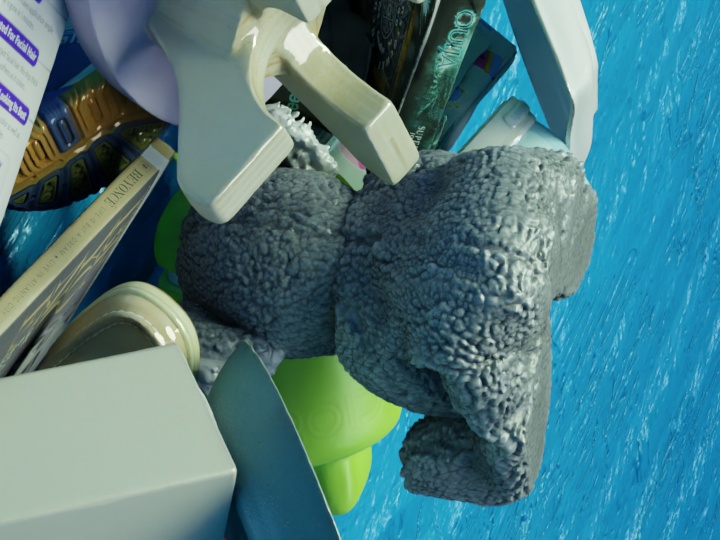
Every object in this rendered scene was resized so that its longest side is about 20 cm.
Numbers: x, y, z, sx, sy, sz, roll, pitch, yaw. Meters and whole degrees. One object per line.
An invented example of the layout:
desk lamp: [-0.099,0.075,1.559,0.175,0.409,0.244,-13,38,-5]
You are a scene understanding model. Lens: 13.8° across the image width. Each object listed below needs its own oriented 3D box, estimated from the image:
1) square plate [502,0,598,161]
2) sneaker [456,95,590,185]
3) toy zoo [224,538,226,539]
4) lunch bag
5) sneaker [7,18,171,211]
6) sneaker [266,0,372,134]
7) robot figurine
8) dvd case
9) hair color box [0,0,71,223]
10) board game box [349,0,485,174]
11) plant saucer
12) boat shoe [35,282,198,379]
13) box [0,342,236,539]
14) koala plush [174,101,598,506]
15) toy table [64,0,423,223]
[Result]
square plate: [0.093,-0.163,1.623,0.198,0.028,0.201,72,0,-78]
sneaker: [0.050,0.000,1.631,0.200,0.082,0.074,-50,177,33]
toy zoo: [-0.103,0.144,1.463,0.201,0.130,0.021,-101,-175,-49]
lunch bag: [0.005,-0.072,1.692,0.161,0.077,0.200,-51,-178,41]
sneaker: [-0.122,-0.111,1.430,0.200,0.088,0.075,-43,153,-20]
sneaker: [-0.042,-0.136,1.592,0.200,0.079,0.076,-106,-157,-66]
robot figurine: [-0.043,0.028,1.567,0.116,0.174,0.201,-57,138,-69]
dvd case: [-0.161,0.035,1.372,0.149,0.016,0.200,-55,179,36]
hair color box: [-0.188,-0.076,1.275,0.109,0.065,0.201,46,60,-68]
board game box: [0.025,-0.155,1.553,0.201,0.028,0.136,-97,-159,-46]
plant saucer: [-0.033,0.131,1.327,0.200,0.036,0.201,159,-90,-82]
boat shoe: [-0.145,0.090,1.367,0.200,0.072,0.065,-50,174,27]
box: [-0.159,0.096,1.256,0.069,0.199,0.082,103,-31,-44]
koala plush: [0.000,0.000,1.436,0.184,0.199,0.178,68,36,-72]
toy table: [-0.042,-0.117,1.331,0.184,0.117,0.200,-54,148,-2]
